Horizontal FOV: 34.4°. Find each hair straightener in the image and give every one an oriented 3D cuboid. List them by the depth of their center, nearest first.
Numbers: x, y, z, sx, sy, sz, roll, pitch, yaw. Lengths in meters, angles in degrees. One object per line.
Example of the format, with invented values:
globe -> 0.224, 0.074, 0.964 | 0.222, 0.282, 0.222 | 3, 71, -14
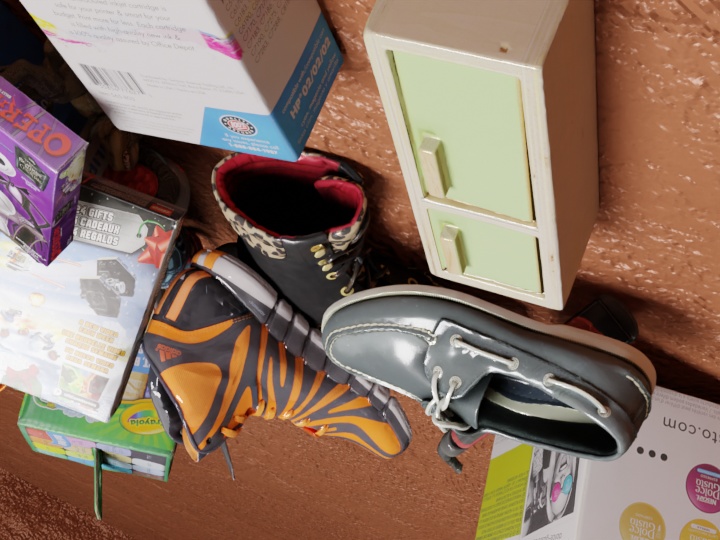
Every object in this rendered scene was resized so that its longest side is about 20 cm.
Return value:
hair straightener -> 0.113, 0.077, 0.758 | 0.041, 0.077, 0.200 | 47, 136, 11

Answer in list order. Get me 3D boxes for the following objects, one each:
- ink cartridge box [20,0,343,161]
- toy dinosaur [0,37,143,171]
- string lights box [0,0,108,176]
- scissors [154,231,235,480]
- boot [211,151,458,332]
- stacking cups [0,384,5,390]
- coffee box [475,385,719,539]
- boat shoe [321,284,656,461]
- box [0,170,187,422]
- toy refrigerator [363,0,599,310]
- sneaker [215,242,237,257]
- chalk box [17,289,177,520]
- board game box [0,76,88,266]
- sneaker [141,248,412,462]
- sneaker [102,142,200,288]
ink cartridge box -> -0.096, -0.140, 0.518 | 0.114, 0.068, 0.200 | 12, 155, 25
toy dinosaur -> -0.171, -0.109, 0.654 | 0.048, 0.088, 0.200 | 49, 162, 17
string lights box -> -0.249, -0.126, 0.716 | 0.102, 0.059, 0.200 | 5, 151, 35
scissors -> -0.128, 0.065, 0.878 | 0.014, 0.201, 0.073 | 2, 160, -43
boot -> 0.000, 0.000, 0.730 | 0.199, 0.073, 0.151 | 24, 158, 18
stacking cups -> -0.255, 0.051, 0.797 | 0.060, 0.061, 0.200 | 30, -167, -14
coffee box -> 0.195, 0.208, 0.778 | 0.198, 0.199, 0.200 | 17, 159, -9
boat shoe -> 0.065, 0.061, 0.664 | 0.199, 0.062, 0.073 | 11, 136, 15
box -> -0.222, -0.007, 0.709 | 0.199, 0.138, 0.040 | 21, -167, -4
toy refrigerator -> 0.062, -0.059, 0.532 | 0.075, 0.070, 0.200 | 16, 157, 19
sneaker -> -0.077, 0.042, 0.900 | 0.090, 0.076, 0.200 | 17, 155, 32
chalk box -> -0.202, 0.098, 0.952 | 0.123, 0.201, 0.125 | 14, 158, -6
board game box -> -0.233, -0.092, 0.614 | 0.200, 0.032, 0.120 | 38, 148, 1
sneaker -> -0.062, 0.087, 0.755 | 0.200, 0.112, 0.077 | 41, 161, -20
sneaker -> -0.151, -0.032, 0.827 | 0.095, 0.080, 0.200 | 14, 162, -27
